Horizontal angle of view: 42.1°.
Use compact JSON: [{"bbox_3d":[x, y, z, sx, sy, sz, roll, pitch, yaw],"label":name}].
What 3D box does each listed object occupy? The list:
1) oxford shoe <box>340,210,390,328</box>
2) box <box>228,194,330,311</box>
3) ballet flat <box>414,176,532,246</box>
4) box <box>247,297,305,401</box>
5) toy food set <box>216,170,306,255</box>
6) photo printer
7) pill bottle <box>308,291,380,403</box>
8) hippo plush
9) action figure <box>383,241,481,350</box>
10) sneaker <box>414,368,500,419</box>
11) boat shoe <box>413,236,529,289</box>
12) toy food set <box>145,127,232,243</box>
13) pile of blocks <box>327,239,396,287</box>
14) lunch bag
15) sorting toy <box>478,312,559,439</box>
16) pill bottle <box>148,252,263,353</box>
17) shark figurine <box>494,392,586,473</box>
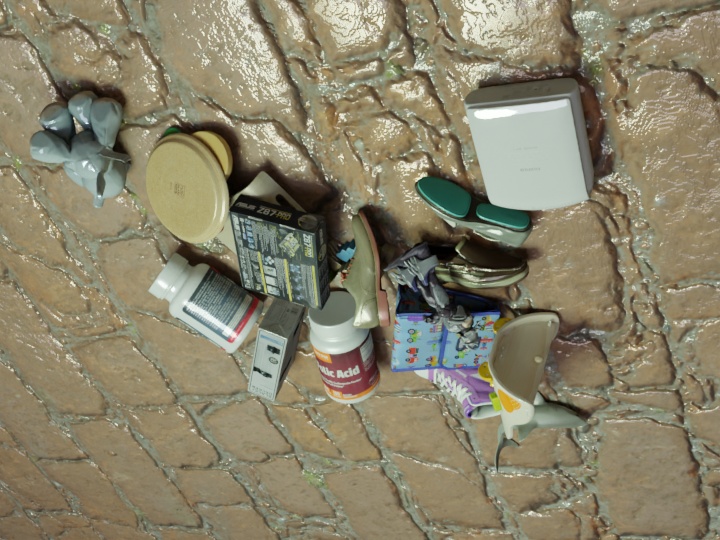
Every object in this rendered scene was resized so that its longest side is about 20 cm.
[{"bbox_3d":[0.000,0.000,1.575,0.074,0.201,0.070,-10,173,2],"label":"oxford shoe"},{"bbox_3d":[-0.137,-0.028,1.611,0.161,0.049,0.200,17,141,17],"label":"box"},{"bbox_3d":[0.174,-0.087,1.490,0.199,0.068,0.064,21,143,5],"label":"ballet flat"},{"bbox_3d":[-0.163,0.147,1.817,0.060,0.117,0.200,20,136,5],"label":"box"},{"bbox_3d":[-0.186,-0.089,1.658,0.143,0.061,0.200,44,140,-21],"label":"toy food set"},{"bbox_3d":[0.252,-0.176,1.369,0.166,0.070,0.201,-1,130,24],"label":"photo printer"},{"bbox_3d":[-0.032,0.144,1.759,0.114,0.114,0.201,4,132,20],"label":"pill bottle"},{"bbox_3d":[-0.453,-0.206,1.626,0.199,0.160,0.161,30,169,15],"label":"hippo plush"},{"bbox_3d":[0.130,0.052,1.537,0.200,0.069,0.130,53,159,-2],"label":"action figure"},{"bbox_3d":[0.182,0.213,1.732,0.200,0.115,0.073,9,135,18],"label":"sneaker"},{"bbox_3d":[0.177,-0.017,1.549,0.201,0.075,0.075,-1,125,24],"label":"boat shoe"},{"bbox_3d":[-0.297,-0.146,1.613,0.197,0.049,0.201,8,112,34],"label":"toy food set"},{"bbox_3d":[-0.033,-0.008,1.655,0.199,0.062,0.082,-15,123,33],"label":"pile of blocks"},{"bbox_3d":[0.159,0.108,1.677,0.199,0.094,0.151,4,132,3],"label":"lunch bag"},{"bbox_3d":[0.270,0.196,1.623,0.106,0.200,0.181,11,138,18],"label":"sorting toy"},{"bbox_3d":[-0.297,0.057,1.790,0.200,0.120,0.120,35,135,-10],"label":"pill bottle"},{"bbox_3d":[0.306,0.306,1.785,0.128,0.090,0.214,41,132,-14],"label":"shark figurine"}]
